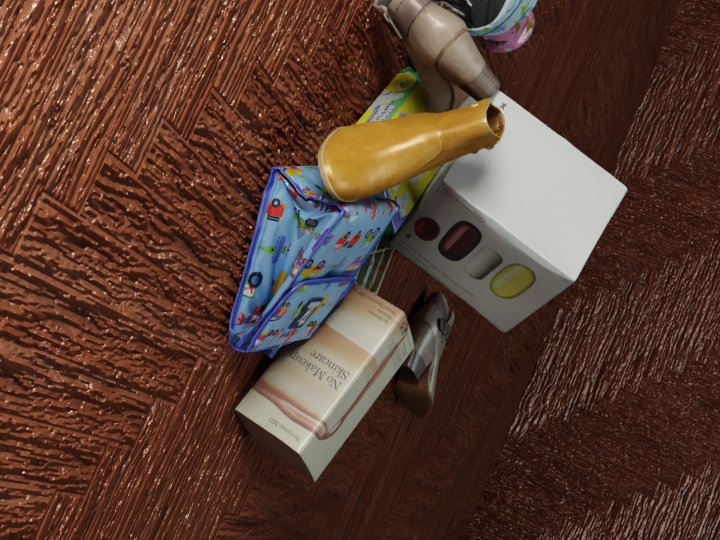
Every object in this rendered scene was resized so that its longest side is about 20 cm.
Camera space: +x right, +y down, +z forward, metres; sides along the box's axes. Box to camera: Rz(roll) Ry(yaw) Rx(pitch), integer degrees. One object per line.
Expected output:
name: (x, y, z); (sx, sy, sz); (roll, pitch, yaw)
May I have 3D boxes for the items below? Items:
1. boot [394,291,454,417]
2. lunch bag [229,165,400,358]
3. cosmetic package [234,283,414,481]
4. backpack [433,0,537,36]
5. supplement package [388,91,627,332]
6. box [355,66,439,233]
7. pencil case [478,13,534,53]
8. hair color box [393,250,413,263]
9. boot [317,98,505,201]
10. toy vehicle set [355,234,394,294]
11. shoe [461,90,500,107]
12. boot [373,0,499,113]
boot: (0.113, 0.135, 1.788); (0.201, 0.069, 0.147); (82, 31, -56)
lunch bag: (-0.064, 0.000, 1.132); (0.202, 0.093, 0.150); (-63, 161, 16)
cosmetic package: (-0.037, 0.120, 1.236); (0.201, 0.103, 0.088); (-53, 153, -20)
backpack: (0.138, -0.353, 1.174); (0.153, 0.161, 0.203); (3, 105, -67)
supplement package: (0.170, -0.062, 1.300); (0.148, 0.190, 0.200); (-55, -179, -26)
box: (0.047, -0.144, 1.263); (0.201, 0.048, 0.119); (-58, 140, -47)
pencil case: (0.177, -0.355, 1.423); (0.200, 0.085, 0.084); (37, 45, -71)
hair color box: (0.102, -0.112, 1.478); (0.101, 0.060, 0.203); (-28, 136, -78)
boot: (0.056, -0.126, 1.060); (0.201, 0.142, 0.072); (-32, 106, -60)
toy vehicle set: (0.000, 0.000, 1.353); (0.124, 0.026, 0.202); (-18, 131, -67)
shoe: (0.103, -0.270, 1.334); (0.071, 0.092, 0.200); (-35, 135, 10)
boot: (0.072, -0.239, 1.158); (0.070, 0.146, 0.200); (-48, -167, -7)
